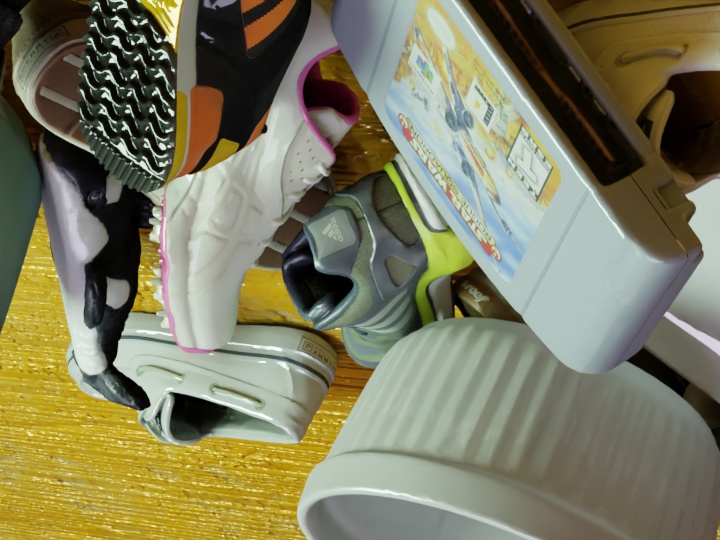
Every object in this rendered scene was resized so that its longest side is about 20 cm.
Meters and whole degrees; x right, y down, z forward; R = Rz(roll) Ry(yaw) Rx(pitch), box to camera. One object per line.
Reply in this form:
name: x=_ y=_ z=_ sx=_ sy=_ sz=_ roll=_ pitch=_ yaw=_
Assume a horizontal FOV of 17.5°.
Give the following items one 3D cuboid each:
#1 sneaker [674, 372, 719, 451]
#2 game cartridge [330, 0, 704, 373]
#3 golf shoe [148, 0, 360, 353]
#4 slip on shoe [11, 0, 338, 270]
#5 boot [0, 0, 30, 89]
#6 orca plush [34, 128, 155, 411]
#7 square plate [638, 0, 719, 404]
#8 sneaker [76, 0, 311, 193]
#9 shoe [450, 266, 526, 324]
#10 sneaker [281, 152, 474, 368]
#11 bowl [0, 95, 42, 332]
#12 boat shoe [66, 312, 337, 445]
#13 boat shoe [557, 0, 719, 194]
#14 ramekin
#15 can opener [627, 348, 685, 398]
sneaker: x=0.211 y=0.082 z=1.177 sx=0.129 sy=0.080 sz=0.199 roll=22 pitch=155 yaw=0
game cartridge: x=0.055 y=-0.058 z=0.928 sx=0.200 sy=0.041 sz=0.133 roll=56 pitch=156 yaw=16
golf shoe: x=-0.048 y=-0.044 z=1.053 sx=0.091 sy=0.075 sz=0.200 roll=5 pitch=125 yaw=-1
slip on shoe: x=-0.089 y=-0.067 z=1.121 sx=0.200 sy=0.076 sz=0.061 roll=28 pitch=-163 yaw=-39
boot: x=-0.164 y=-0.109 z=0.969 sx=0.079 sy=0.158 sz=0.211 roll=30 pitch=152 yaw=-21
orca plush: x=-0.124 y=-0.007 z=1.241 sx=0.071 sy=0.105 sz=0.200 roll=-16 pitch=128 yaw=-12
square plate: x=0.160 y=-0.022 z=1.020 sx=0.200 sy=0.028 sz=0.198 roll=37 pitch=148 yaw=-5
sneaker: x=-0.053 y=-0.129 z=0.934 sx=0.070 sy=0.090 sz=0.200 roll=35 pitch=125 yaw=29
shoe: x=0.102 y=0.053 z=1.213 sx=0.070 sy=0.053 sz=0.200 roll=35 pitch=164 yaw=35
sneaker: x=0.000 y=0.000 z=1.128 sx=0.081 sy=0.074 sz=0.200 roll=-21 pitch=160 yaw=-13
bowl: x=-0.239 y=-0.049 z=1.175 sx=0.201 sy=0.105 sz=0.201 roll=28 pitch=154 yaw=15
boat shoe: x=-0.106 y=0.069 z=1.383 sx=0.200 sy=0.067 sz=0.074 roll=-5 pitch=145 yaw=41
boat shoe: x=0.122 y=-0.063 z=0.908 sx=0.200 sy=0.070 sz=0.071 roll=-5 pitch=130 yaw=44
ramekin: x=0.079 y=0.106 z=1.118 sx=0.200 sy=0.105 sz=0.200 roll=19 pitch=158 yaw=8
can opener: x=0.149 y=0.064 z=1.196 sx=0.053 sy=0.067 sz=0.200 roll=-9 pitch=142 yaw=23
